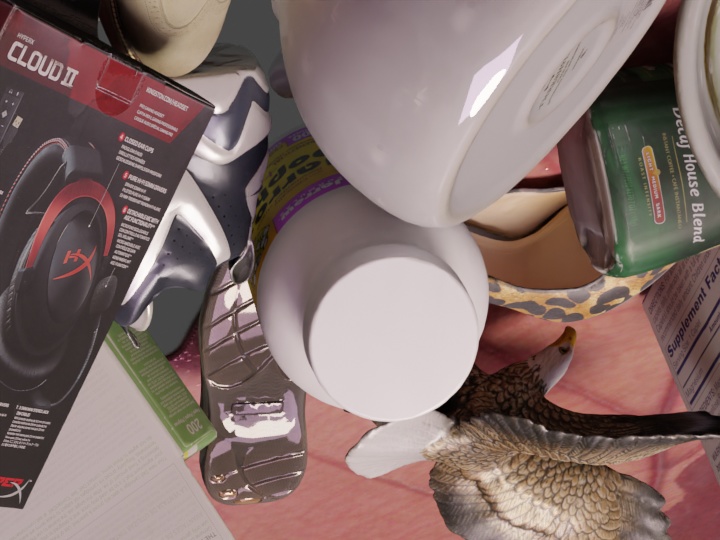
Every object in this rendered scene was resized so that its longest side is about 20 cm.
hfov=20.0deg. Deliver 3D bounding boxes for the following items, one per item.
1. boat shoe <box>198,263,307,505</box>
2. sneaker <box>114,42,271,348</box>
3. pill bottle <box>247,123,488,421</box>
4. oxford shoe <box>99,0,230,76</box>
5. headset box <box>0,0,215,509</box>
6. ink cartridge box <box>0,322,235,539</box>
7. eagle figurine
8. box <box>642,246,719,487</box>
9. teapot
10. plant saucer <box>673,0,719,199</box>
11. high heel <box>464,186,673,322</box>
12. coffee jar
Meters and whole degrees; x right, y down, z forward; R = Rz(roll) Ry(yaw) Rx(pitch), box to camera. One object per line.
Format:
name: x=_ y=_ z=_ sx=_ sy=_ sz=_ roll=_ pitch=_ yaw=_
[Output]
boat shoe: x=-0.059 y=0.034 z=1.100 sx=0.074 sy=0.073 sz=0.201 roll=2 pitch=124 yaw=-17
sneaker: x=-0.135 y=-0.024 z=0.888 sx=0.198 sy=0.080 sz=0.130 roll=-8 pitch=110 yaw=-9
pill bottle: x=0.000 y=0.000 z=0.936 sx=0.104 sy=0.200 sz=0.105 roll=-2 pitch=107 yaw=-8
oxford shoe: x=-0.052 y=-0.134 z=0.769 sx=0.071 sy=0.074 sz=0.200 roll=-47 pitch=166 yaw=-33
headset box: x=-0.146 y=-0.020 z=0.752 sx=0.201 sy=0.075 sz=0.149 roll=-64 pitch=155 yaw=3
ink cartridge box: x=-0.135 y=0.128 z=1.089 sx=0.145 sy=0.200 sz=0.048 roll=-36 pitch=179 yaw=27
eagle figurine: x=0.101 y=0.096 z=1.185 sx=0.151 sy=0.200 sz=0.152 roll=-54 pitch=170 yaw=5
box: x=0.263 y=0.043 z=1.159 sx=0.104 sy=0.201 sz=0.184 roll=-9 pitch=148 yaw=-18
teapot: x=0.033 y=-0.128 z=0.828 sx=0.200 sy=0.146 sz=0.197 roll=-51 pitch=168 yaw=10
plant saucer: x=0.238 y=-0.102 z=0.975 sx=0.199 sy=0.201 sz=0.050 roll=-13 pitch=-172 yaw=-9
high heel: x=0.090 y=-0.023 z=1.082 sx=0.199 sy=0.072 sz=0.143 roll=-16 pitch=157 yaw=12
coffee jar: x=0.205 y=-0.068 z=1.042 sx=0.199 sy=0.105 sz=0.085 roll=-15 pitch=-170 yaw=-9
